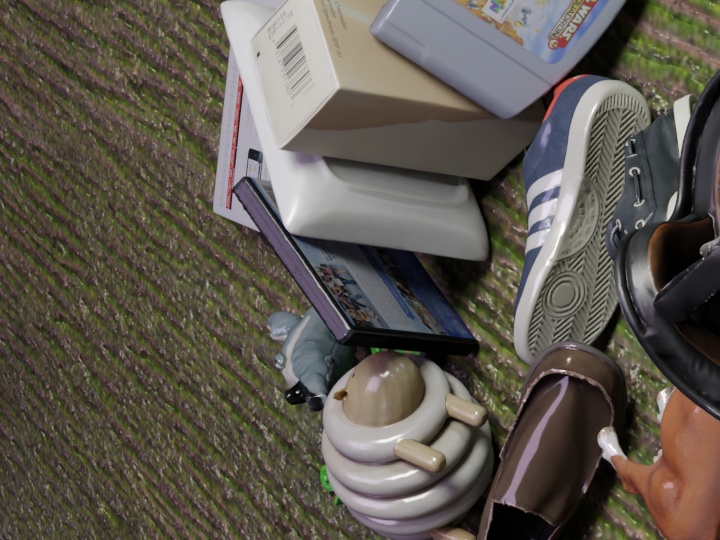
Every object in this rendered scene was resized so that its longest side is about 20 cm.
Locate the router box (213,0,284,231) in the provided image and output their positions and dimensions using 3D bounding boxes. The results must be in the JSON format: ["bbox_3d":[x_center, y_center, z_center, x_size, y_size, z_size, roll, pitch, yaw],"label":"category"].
[{"bbox_3d":[-0.056,-0.129,1.626,0.179,0.048,0.202,24,109,55],"label":"router box"}]

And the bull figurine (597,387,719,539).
[{"bbox_3d":[0.217,0.075,1.175,0.122,0.065,0.202,51,129,50],"label":"bull figurine"}]

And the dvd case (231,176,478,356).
[{"bbox_3d":[0.000,0.000,1.380,0.018,0.199,0.143,-43,67,19],"label":"dvd case"}]

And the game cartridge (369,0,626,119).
[{"bbox_3d":[0.114,-0.204,1.265,0.201,0.132,0.042,-55,11,19],"label":"game cartridge"}]

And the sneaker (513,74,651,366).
[{"bbox_3d":[0.138,-0.036,1.302,0.084,0.074,0.202,34,111,58],"label":"sneaker"}]

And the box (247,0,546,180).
[{"bbox_3d":[0.029,-0.130,1.346,0.078,0.198,0.096,-41,57,40],"label":"box"}]

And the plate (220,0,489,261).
[{"bbox_3d":[0.004,-0.107,1.396,0.032,0.199,0.201,-40,56,37],"label":"plate"}]

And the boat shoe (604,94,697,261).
[{"bbox_3d":[0.180,-0.027,1.154,0.066,0.075,0.201,-21,39,26],"label":"boat shoe"}]

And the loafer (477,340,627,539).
[{"bbox_3d":[0.128,0.139,1.292,0.071,0.072,0.202,-61,-13,-55],"label":"loafer"}]

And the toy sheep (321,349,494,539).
[{"bbox_3d":[0.038,0.136,1.396,0.138,0.137,0.201,45,158,49],"label":"toy sheep"}]

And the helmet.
[{"bbox_3d":[0.247,-0.021,1.014,0.198,0.191,0.202,21,132,26],"label":"helmet"}]

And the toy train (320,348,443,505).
[{"bbox_3d":[0.020,0.111,1.513,0.056,0.041,0.201,44,126,36],"label":"toy train"}]

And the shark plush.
[{"bbox_3d":[-0.033,0.053,1.491,0.091,0.200,0.084,39,110,3],"label":"shark plush"}]
